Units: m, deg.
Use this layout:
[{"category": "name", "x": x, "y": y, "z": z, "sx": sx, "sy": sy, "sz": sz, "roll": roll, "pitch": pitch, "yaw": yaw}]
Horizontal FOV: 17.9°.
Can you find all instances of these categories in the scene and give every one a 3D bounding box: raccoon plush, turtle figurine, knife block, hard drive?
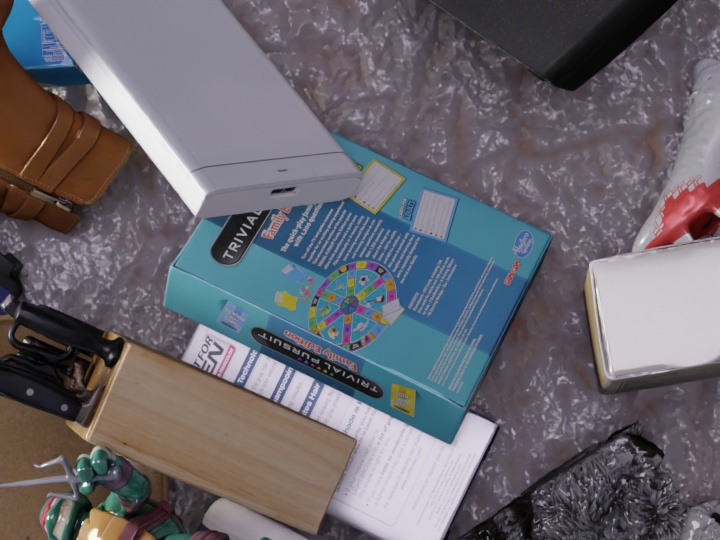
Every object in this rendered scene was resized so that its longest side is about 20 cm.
[{"category": "raccoon plush", "x": 0.145, "y": 0.189, "z": 1.418, "sx": 0.200, "sy": 0.097, "sz": 0.134, "roll": -32, "pitch": 87, "yaw": -2}, {"category": "turtle figurine", "x": -0.139, "y": 0.167, "z": 1.328, "sx": 0.200, "sy": 0.101, "sz": 0.150, "roll": 20, "pitch": 113, "yaw": 31}, {"category": "knife block", "x": -0.125, "y": 0.079, "z": 1.336, "sx": 0.200, "sy": 0.176, "sz": 0.064, "roll": 23, "pitch": 88, "yaw": 28}, {"category": "hard drive", "x": -0.103, "y": -0.115, "z": 1.424, "sx": 0.200, "sy": 0.132, "sz": 0.027, "roll": 51, "pitch": 128, "yaw": 27}]

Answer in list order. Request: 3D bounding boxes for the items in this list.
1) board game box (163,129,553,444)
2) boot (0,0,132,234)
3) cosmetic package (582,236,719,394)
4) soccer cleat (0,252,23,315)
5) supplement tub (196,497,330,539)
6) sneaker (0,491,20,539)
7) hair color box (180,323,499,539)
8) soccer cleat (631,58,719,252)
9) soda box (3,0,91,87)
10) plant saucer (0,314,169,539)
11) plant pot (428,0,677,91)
[{"category": "board game box", "x": 0.000, "y": 0.000, "z": 1.435, "sx": 0.200, "sy": 0.047, "sz": 0.151, "roll": 26, "pitch": 54, "yaw": 6}, {"category": "boot", "x": -0.211, "y": -0.101, "z": 1.418, "sx": 0.155, "sy": 0.200, "sz": 0.077, "roll": 26, "pitch": 43, "yaw": -17}, {"category": "cosmetic package", "x": 0.189, "y": 0.029, "z": 1.377, "sx": 0.105, "sy": 0.200, "sz": 0.071, "roll": -9, "pitch": 84, "yaw": 2}, {"category": "soccer cleat", "x": -0.311, "y": -0.023, "z": 1.484, "sx": 0.200, "sy": 0.065, "sz": 0.084, "roll": 37, "pitch": 91, "yaw": 6}, {"category": "supplement tub", "x": -0.068, "y": 0.255, "z": 1.399, "sx": 0.145, "sy": 0.145, "sz": 0.200, "roll": 27, "pitch": 87, "yaw": 6}, {"category": "sneaker", "x": -0.246, "y": 0.170, "z": 1.465, "sx": 0.079, "sy": 0.074, "sz": 0.201, "roll": -1, "pitch": 80, "yaw": -21}, {"category": "hair color box", "x": -0.022, "y": 0.099, "z": 1.453, "sx": 0.200, "sy": 0.061, "sz": 0.100, "roll": 26, "pitch": 87, "yaw": 6}, {"category": "soccer cleat", "x": 0.230, "y": -0.087, "z": 1.458, "sx": 0.085, "sy": 0.069, "sz": 0.200, "roll": 41, "pitch": 85, "yaw": 15}, {"category": "soda box", "x": -0.279, "y": -0.150, "z": 1.492, "sx": 0.200, "sy": 0.068, "sz": 0.064, "roll": -3, "pitch": 84, "yaw": 3}, {"category": "plant saucer", "x": -0.213, "y": 0.129, "z": 1.434, "sx": 0.200, "sy": 0.035, "sz": 0.201, "roll": 11, "pitch": 71, "yaw": -34}, {"category": "plant pot", "x": 0.120, "y": -0.222, "z": 1.420, "sx": 0.200, "sy": 0.200, "sz": 0.178, "roll": 36, "pitch": 98, "yaw": 6}]
